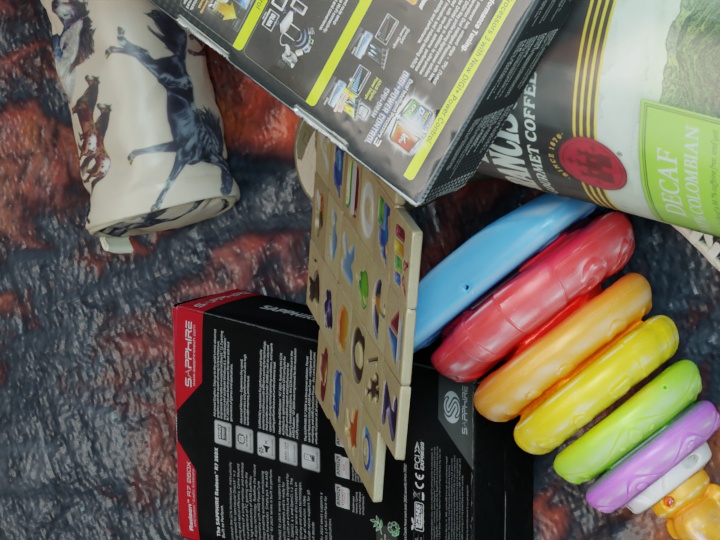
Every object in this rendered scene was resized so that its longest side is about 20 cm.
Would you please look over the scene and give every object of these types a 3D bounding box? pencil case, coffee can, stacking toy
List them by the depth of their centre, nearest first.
[{"bbox_3d":[0.130,-0.090,1.127,0.200,0.146,0.147,16,111,25],"label":"coffee can"},{"bbox_3d":[0.115,0.064,1.252,0.116,0.110,0.200,-40,84,22],"label":"stacking toy"},{"bbox_3d":[-0.121,-0.111,1.431,0.089,0.078,0.201,-14,90,47],"label":"pencil case"}]

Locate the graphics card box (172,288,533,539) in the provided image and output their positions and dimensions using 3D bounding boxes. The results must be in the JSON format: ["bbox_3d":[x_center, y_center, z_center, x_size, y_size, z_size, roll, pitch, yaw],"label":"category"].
[{"bbox_3d":[-0.006,0.087,1.392,0.200,0.051,0.126,11,108,42],"label":"graphics card box"}]

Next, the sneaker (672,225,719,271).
[{"bbox_3d":[0.170,-0.017,1.189,0.200,0.072,0.072,38,125,32],"label":"sneaker"}]

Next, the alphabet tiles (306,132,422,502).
[{"bbox_3d":[0.000,0.000,1.258,0.200,0.006,0.167,-123,35,-68],"label":"alphabet tiles"}]

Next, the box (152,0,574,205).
[{"bbox_3d":[0.015,-0.151,1.054,0.160,0.044,0.200,37,118,15],"label":"box"}]

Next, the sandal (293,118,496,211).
[{"bbox_3d":[0.029,-0.066,1.315,0.200,0.054,0.081,-5,95,51],"label":"sandal"}]
